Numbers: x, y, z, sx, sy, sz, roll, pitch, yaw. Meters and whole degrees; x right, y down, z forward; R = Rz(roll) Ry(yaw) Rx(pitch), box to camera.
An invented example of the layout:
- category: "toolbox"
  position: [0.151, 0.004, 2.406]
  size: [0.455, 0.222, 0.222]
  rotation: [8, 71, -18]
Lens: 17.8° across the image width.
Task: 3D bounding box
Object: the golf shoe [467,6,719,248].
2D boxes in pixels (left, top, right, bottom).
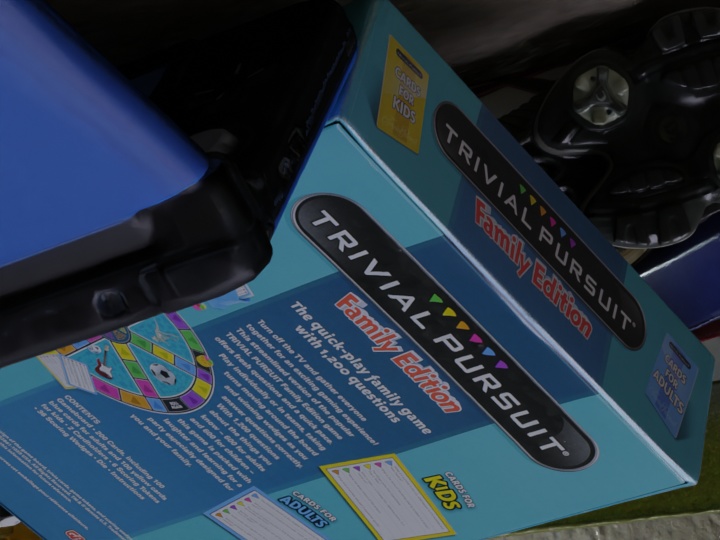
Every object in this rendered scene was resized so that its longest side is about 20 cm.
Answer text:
- category: "golf shoe"
  position: [0.034, -0.021, 0.697]
  size: [0.200, 0.077, 0.088]
  rotation: [-15, -177, 4]

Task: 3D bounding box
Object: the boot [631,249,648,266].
- category: "boot"
  position: [0.156, 0.008, 0.880]
  size: [0.200, 0.138, 0.077]
  rotation: [-21, 143, -15]

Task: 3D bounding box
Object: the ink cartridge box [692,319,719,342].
- category: "ink cartridge box"
  position: [0.050, 0.021, 1.032]
  size: [0.145, 0.083, 0.200]
  rotation: [-12, 173, -28]

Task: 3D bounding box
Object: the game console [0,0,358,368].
- category: "game console"
  position: [-0.122, -0.031, 0.479]
  size: [0.200, 0.118, 0.171]
  rotation: [-18, -156, 21]

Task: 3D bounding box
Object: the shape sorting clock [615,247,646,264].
- category: "shape sorting clock"
  position: [0.000, 0.000, 0.794]
  size: [0.200, 0.039, 0.200]
  rotation: [-9, -172, 1]

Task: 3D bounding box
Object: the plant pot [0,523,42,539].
- category: "plant pot"
  position: [-0.076, 0.147, 1.009]
  size: [0.189, 0.201, 0.201]
  rotation: [20, 159, -21]

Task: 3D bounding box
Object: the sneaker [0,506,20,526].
- category: "sneaker"
  position: [-0.063, 0.067, 0.821]
  size: [0.200, 0.067, 0.090]
  rotation: [5, 178, 9]

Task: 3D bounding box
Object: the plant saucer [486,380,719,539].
- category: "plant saucer"
  position: [0.101, 0.074, 0.931]
  size: [0.200, 0.048, 0.200]
  rotation: [-9, 176, 18]

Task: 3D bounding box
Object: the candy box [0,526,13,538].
- category: "candy box"
  position: [-0.215, 0.091, 0.854]
  size: [0.117, 0.057, 0.200]
  rotation: [-17, 174, 5]

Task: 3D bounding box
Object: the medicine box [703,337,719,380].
- category: "medicine box"
  position: [0.261, 0.026, 1.496]
  size: [0.182, 0.103, 0.200]
  rotation: [-14, 173, -11]

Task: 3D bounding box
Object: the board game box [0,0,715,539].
- category: "board game box"
  position: [-0.029, 0.022, 0.629]
  size: [0.200, 0.047, 0.151]
  rotation: [-21, 128, 36]

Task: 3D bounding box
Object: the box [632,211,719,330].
- category: "box"
  position: [0.148, -0.037, 0.760]
  size: [0.121, 0.032, 0.200]
  rotation: [-48, 180, -15]
